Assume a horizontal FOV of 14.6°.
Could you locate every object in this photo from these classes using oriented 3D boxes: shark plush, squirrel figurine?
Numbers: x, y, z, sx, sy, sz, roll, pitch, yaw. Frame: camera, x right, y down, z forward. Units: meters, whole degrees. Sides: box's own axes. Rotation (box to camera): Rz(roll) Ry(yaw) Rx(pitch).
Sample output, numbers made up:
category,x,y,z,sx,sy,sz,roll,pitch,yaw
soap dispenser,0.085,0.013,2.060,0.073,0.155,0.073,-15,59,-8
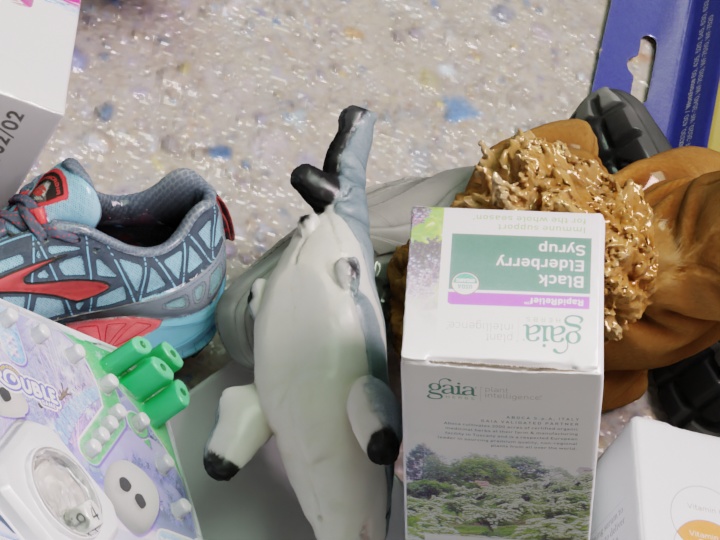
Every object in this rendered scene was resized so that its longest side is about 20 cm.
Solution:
category,x,y,z,sx,sy,sz,roll,pitch,yaw
shark plush,-0.017,0.027,1.227,0.083,0.091,0.200,34,42,-55
squirrel figurine,0.119,-0.001,1.247,0.200,0.187,0.142,-8,92,-43

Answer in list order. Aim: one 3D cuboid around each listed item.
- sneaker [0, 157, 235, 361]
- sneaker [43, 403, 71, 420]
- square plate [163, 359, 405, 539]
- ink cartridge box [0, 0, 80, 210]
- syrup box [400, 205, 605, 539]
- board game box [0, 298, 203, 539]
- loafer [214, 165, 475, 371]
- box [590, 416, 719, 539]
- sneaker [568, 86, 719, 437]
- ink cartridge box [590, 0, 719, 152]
category,x,y,z,sx,sy,sz,roll,pitch,yaw
sneaker,-0.149,-0.010,1.223,0.200,0.096,0.079,-6,36,-33
sneaker,-0.211,0.078,1.160,0.200,0.075,0.089,-21,56,-34
square plate,-0.044,0.149,1.210,0.198,0.028,0.200,47,50,12
ink cartridge box,-0.176,-0.092,1.264,0.068,0.115,0.200,18,51,-18
syrup box,0.058,0.063,1.163,0.079,0.200,0.082,2,53,4
board game box,-0.117,0.088,1.113,0.200,0.026,0.200,27,37,-49
loafer,0.000,0.000,1.313,0.200,0.070,0.070,-22,107,-45
box,0.170,0.186,1.234,0.152,0.106,0.200,13,52,-17
sneaker,0.163,0.000,1.400,0.079,0.075,0.200,-9,69,-41
ink cartridge box,0.226,-0.089,1.503,0.200,0.047,0.198,24,51,-11
